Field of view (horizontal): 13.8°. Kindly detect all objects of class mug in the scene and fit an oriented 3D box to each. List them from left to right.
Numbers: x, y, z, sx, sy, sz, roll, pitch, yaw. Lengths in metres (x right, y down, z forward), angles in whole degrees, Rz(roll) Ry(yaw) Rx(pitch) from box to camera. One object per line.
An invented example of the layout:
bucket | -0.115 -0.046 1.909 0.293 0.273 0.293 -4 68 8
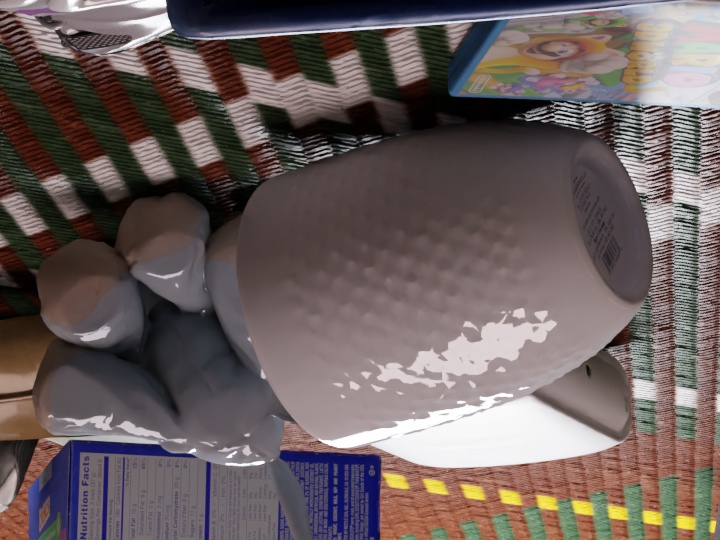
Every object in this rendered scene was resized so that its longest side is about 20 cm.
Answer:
mug | 0.060 -0.009 1.516 0.175 0.148 0.200 -18 -171 28

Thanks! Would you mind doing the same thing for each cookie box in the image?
cookie box | -0.103 0.161 1.895 0.199 0.075 0.171 4 166 -13

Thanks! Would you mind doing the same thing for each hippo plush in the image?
hippo plush | -0.085 0.029 1.673 0.200 0.160 0.161 24 -168 -6

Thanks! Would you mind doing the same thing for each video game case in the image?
video game case | 0.152 -0.104 1.361 0.199 0.018 0.143 2 164 -11

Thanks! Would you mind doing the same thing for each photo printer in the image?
photo printer | 0.079 0.082 1.950 0.166 0.070 0.200 -8 163 24

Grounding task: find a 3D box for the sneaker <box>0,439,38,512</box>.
sneaker | -0.269 0.108 1.917 0.084 0.075 0.200 26 165 -24

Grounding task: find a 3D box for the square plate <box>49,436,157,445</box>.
square plate | -0.184 0.090 1.951 0.199 0.029 0.198 19 166 2

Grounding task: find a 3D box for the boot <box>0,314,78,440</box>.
boot | -0.231 0.041 1.758 0.199 0.066 0.175 -6 142 -7

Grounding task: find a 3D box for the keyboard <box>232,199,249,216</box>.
keyboard | 0.000 0.000 1.703 0.104 0.040 0.200 -4 166 14

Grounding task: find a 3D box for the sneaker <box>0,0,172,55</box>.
sneaker | -0.134 -0.119 1.175 0.199 0.078 0.140 0 164 0

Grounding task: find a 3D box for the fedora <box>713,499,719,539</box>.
fedora | 0.352 0.213 2.416 0.199 0.091 0.177 0 168 -29

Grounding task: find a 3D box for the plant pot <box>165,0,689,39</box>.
plant pot | 0.016 -0.164 0.801 0.199 0.201 0.180 -4 170 9
